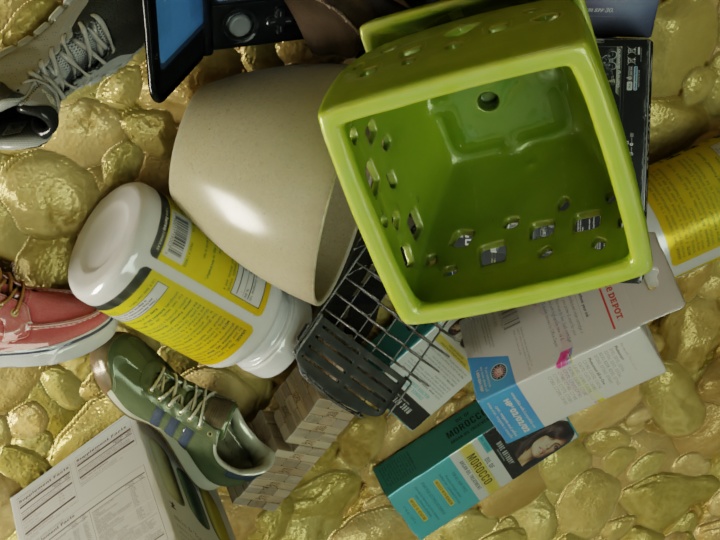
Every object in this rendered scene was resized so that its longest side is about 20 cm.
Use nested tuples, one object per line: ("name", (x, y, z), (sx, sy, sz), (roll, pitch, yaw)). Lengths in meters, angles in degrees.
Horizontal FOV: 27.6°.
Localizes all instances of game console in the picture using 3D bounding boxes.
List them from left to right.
("game console", (-0.093, -0.248, 1.128), (0.176, 0.116, 0.200), (-9, 123, -15))

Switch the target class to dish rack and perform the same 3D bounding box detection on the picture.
("dish rack", (0.038, 0.038, 1.301), (0.153, 0.055, 0.200), (38, 86, -39))

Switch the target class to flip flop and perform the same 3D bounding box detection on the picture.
("flip flop", (0.000, 0.000, 1.357), (0.081, 0.058, 0.200), (4, 134, -30))

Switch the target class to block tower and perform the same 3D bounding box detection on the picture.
("block tower", (-0.061, 0.148, 1.394), (0.054, 0.058, 0.200), (16, 124, -39))

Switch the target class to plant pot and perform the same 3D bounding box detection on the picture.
("plant pot", (0.098, -0.103, 1.097), (0.200, 0.182, 0.199), (-13, 123, 15))

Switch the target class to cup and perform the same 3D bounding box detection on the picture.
("cup", (-0.073, -0.086, 1.205), (0.143, 0.200, 0.201), (16, 117, 7))

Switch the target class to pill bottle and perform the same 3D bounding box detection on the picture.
("pill bottle", (-0.143, 0.016, 1.272), (0.200, 0.112, 0.112), (32, 105, -33))
("pill bottle", (0.299, -0.051, 1.401), (0.200, 0.111, 0.111), (-24, 125, -7))

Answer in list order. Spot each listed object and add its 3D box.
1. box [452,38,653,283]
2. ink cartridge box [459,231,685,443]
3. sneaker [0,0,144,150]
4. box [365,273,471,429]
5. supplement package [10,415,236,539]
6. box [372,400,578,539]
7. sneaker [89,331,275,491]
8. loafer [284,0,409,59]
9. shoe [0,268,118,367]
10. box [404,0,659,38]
("box", (0.159, -0.092, 1.218), (0.160, 0.044, 0.200), (2, 97, 14))
("ink cartridge box", (0.198, 0.059, 1.321), (0.200, 0.115, 0.068), (-26, 126, 13))
("sneaker", (-0.227, -0.149, 1.136), (0.200, 0.116, 0.075), (-33, 126, 1))
("box", (0.093, 0.057, 1.416), (0.200, 0.049, 0.082), (-41, 125, 7))
("supplement package", (-0.205, 0.268, 1.347), (0.151, 0.200, 0.152), (-36, 126, 2))
("box", (0.120, 0.189, 1.516), (0.200, 0.049, 0.082), (-34, 126, 1))
("sneaker", (-0.152, 0.124, 1.334), (0.090, 0.067, 0.200), (-11, 129, 37))
("loafer", (-0.017, -0.202, 1.173), (0.200, 0.073, 0.071), (20, 101, -50))
("shoe", (-0.307, 0.028, 1.241), (0.200, 0.072, 0.091), (-7, 128, -12))
("box", (0.146, -0.301, 1.184), (0.200, 0.123, 0.199), (-3, 119, -20))
